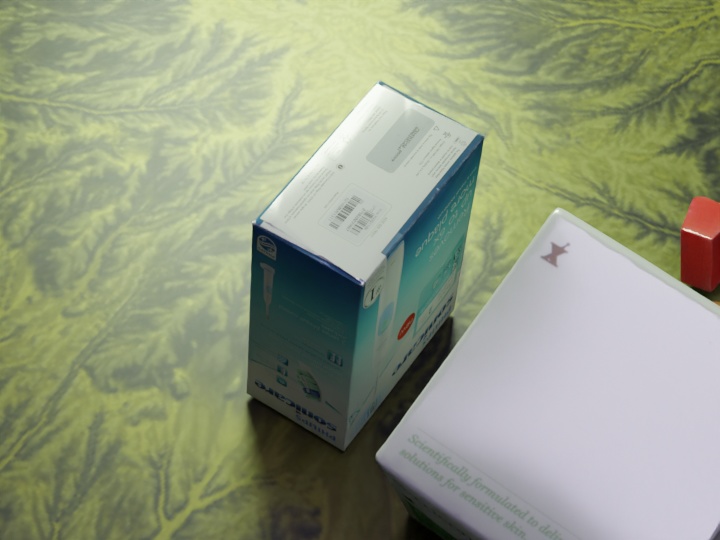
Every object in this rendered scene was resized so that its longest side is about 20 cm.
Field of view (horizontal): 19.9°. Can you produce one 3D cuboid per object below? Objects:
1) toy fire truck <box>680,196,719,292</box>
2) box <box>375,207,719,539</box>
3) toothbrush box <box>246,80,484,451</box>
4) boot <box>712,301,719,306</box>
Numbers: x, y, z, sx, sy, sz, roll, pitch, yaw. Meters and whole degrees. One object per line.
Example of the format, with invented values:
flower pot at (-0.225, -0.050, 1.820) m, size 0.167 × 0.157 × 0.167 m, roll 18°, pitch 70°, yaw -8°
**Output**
toy fire truck at (0.331, -0.047, 1.484) m, size 0.141 × 0.049 × 0.200 m, roll 17°, pitch 42°, yaw 29°
box at (0.151, 0.111, 1.262) m, size 0.199 × 0.171 × 0.200 m, roll 34°, pitch 79°, yaw 18°
toothbrush box at (0.000, 0.000, 1.342) m, size 0.085 × 0.200 × 0.146 m, roll 30°, pitch 57°, yaw 15°
boot at (0.268, 0.024, 1.387) m, size 0.200 × 0.068 × 0.188 m, roll -2°, pitch 78°, yaw 14°
